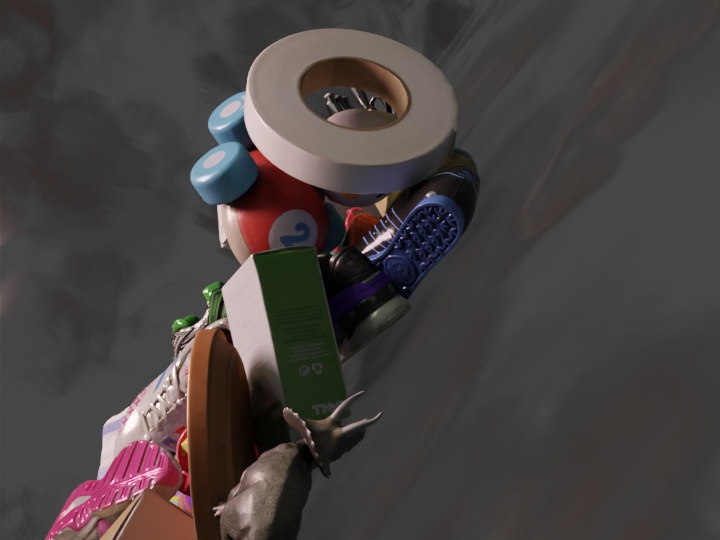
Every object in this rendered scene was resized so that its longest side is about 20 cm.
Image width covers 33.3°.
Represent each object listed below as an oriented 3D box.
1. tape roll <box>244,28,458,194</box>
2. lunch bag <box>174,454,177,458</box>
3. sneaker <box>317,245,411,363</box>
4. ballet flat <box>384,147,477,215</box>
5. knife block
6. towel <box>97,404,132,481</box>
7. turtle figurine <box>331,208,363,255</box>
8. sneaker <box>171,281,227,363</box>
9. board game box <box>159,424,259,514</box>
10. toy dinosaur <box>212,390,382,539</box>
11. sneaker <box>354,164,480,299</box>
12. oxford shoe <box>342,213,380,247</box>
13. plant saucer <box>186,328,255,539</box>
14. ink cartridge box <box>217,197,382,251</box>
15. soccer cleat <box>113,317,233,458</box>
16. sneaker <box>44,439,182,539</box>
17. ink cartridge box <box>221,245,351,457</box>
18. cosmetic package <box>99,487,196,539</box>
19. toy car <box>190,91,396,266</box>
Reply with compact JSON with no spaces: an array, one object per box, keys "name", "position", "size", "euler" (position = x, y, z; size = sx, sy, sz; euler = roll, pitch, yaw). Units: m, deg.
[{"name":"tape roll","position":[-0.008,-0.151,1.121],"size":[0.037,0.202,0.203],"euler":[102,-167,-46]},{"name":"lunch bag","position":[-0.143,0.188,1.296],"size":[0.200,0.077,0.160],"euler":[-53,4,7]},{"name":"sneaker","position":[-0.032,0.035,1.104],"size":[0.069,0.100,0.200],"euler":[-35,-4,-36]},{"name":"ballet flat","position":[0.069,-0.073,1.222],"size":[0.071,0.071,0.200],"euler":[-55,7,-13]},{"name":"knife block","position":[0.021,-0.146,1.430],"size":[0.064,0.175,0.200],"euler":[-51,6,31]},{"name":"towel","position":[-0.266,0.244,1.316],"size":[0.147,0.024,0.201],"euler":[-31,46,52]},{"name":"turtle figurine","position":[-0.049,0.001,1.376],"size":[0.200,0.100,0.150],"euler":[106,172,-53]},{"name":"sneaker","position":[-0.181,0.098,1.340],"size":[0.201,0.085,0.078],"euler":[-56,-2,13]},{"name":"board game box","position":[-0.143,0.179,1.134],"size":[0.200,0.039,0.159],"euler":[-41,37,31]},{"name":"toy dinosaur","position":[-0.063,0.161,0.808],"size":[0.200,0.077,0.103],"euler":[-55,-9,-54]},{"name":"sneaker","position":[0.041,-0.022,1.108],"size":[0.200,0.070,0.078],"euler":[-39,11,43]},{"name":"oxford shoe","position":[0.000,0.000,1.282],"size":[0.073,0.071,0.200],"euler":[-56,5,26]},{"name":"plant saucer","position":[-0.107,0.146,0.959],"size":[0.200,0.032,0.202],"euler":[-5,-90,-90]},{"name":"ink cartridge box","position":[-0.056,-0.075,1.472],"size":[0.147,0.199,0.083],"euler":[-49,37,35]},{"name":"soccer cleat","position":[-0.188,0.125,1.237],"size":[0.200,0.070,0.086],"euler":[-51,-7,-6]},{"name":"sneaker","position":[-0.215,0.228,1.136],"size":[0.200,0.088,0.082],"euler":[-36,22,45]},{"name":"ink cartridge box","position":[-0.059,0.091,1.021],"size":[0.059,0.201,0.104],"euler":[-8,-13,-23]},{"name":"cosmetic package","position":[-0.197,0.280,1.065],"size":[0.200,0.105,0.071],"euler":[-46,12,46]},{"name":"toy car","position":[-0.027,-0.089,1.169],"size":[0.199,0.185,0.177],"euler":[-21,34,22]}]
